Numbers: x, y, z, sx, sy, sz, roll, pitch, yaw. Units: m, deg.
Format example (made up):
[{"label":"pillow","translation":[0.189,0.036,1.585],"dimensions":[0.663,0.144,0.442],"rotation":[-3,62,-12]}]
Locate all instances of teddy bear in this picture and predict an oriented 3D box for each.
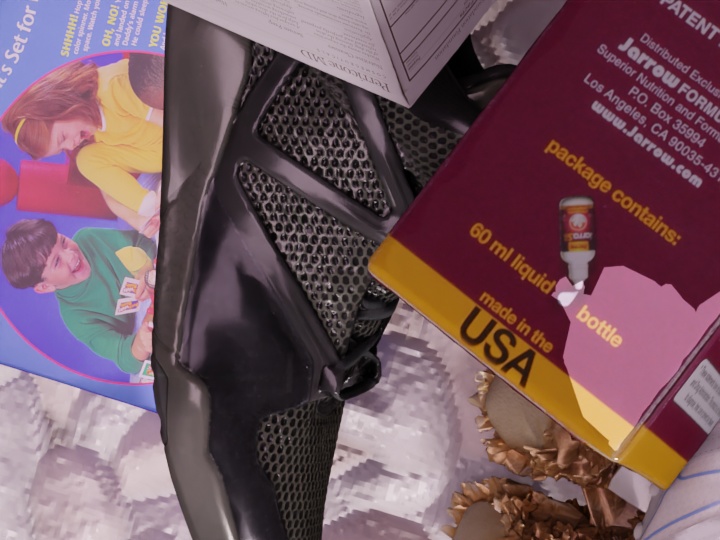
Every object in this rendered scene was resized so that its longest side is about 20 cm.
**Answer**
[{"label":"teddy bear","translation":[0.120,0.084,0.826],"dimensions":[0.199,0.067,0.146],"rotation":[-2,86,17]}]

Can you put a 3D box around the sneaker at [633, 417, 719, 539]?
[{"label":"sneaker","translation":[0.107,0.075,0.769],"dimensions":[0.200,0.075,0.087],"rotation":[-41,61,6]}]

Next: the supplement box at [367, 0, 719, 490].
[{"label":"supplement box","translation":[0.103,-0.048,0.704],"dimensions":[0.086,0.110,0.200],"rotation":[37,91,15]}]

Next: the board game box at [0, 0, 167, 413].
[{"label":"board game box","translation":[-0.060,-0.059,0.847],"dimensions":[0.134,0.045,0.201],"rotation":[17,98,8]}]

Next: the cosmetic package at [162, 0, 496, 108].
[{"label":"cosmetic package","translation":[-0.059,-0.120,0.739],"dimensions":[0.200,0.083,0.051],"rotation":[26,65,30]}]

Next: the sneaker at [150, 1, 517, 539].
[{"label":"sneaker","translation":[0.000,0.000,0.780],"dimensions":[0.114,0.076,0.200],"rotation":[3,91,16]}]
